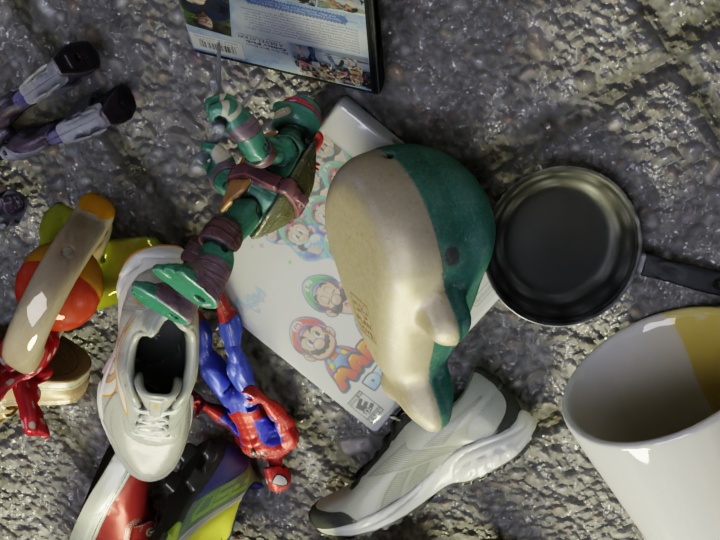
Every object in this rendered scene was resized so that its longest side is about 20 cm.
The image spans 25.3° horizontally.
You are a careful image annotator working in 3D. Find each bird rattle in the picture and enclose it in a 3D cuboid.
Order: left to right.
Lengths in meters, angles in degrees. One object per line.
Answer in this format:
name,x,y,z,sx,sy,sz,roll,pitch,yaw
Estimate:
bird rattle,-0.232,0.023,1.179,0.112,0.201,0.163,34,151,4

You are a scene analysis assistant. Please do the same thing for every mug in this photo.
mug,0.254,0.127,1.126,0.185,0.150,0.154,-13,119,28

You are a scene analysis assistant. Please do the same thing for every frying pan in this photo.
frying pan,0.178,-0.024,1.133,0.188,0.031,0.116,-10,104,-2

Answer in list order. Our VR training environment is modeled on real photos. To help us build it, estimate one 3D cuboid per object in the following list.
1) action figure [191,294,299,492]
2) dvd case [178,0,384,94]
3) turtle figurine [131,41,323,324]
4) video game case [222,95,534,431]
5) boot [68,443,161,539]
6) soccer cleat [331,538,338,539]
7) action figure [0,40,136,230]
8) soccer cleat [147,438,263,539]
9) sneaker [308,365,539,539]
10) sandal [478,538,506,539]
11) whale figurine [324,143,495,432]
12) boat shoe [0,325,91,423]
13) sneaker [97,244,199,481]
action figure,-0.098,0.093,1.249,0.065,0.052,0.201,-9,122,29
dvd case,-0.055,-0.178,1.056,0.141,0.200,0.018,14,73,7
turtle figurine,-0.081,-0.064,1.084,0.100,0.201,0.150,25,158,3
video game case,0.000,0.000,1.200,0.182,0.024,0.200,39,119,-4
boot,-0.166,0.223,1.332,0.143,0.073,0.201,23,120,-3
soccer cleat,0.039,0.288,1.299,0.199,0.070,0.087,31,118,0
action figure,-0.269,-0.103,1.203,0.199,0.070,0.131,-24,111,27
soccer cleat,-0.137,0.228,1.258,0.084,0.201,0.064,42,150,-27
sneaker,0.039,0.141,1.235,0.199,0.074,0.080,-33,93,20
sandal,0.039,0.248,1.253,0.055,0.198,0.083,135,126,-61
whale figurine,0.045,0.008,1.116,0.103,0.159,0.202,-20,117,-19
boat shoe,-0.302,0.089,1.304,0.198,0.074,0.070,6,119,23
sneaker,-0.153,0.086,1.166,0.075,0.092,0.202,0,124,-10
